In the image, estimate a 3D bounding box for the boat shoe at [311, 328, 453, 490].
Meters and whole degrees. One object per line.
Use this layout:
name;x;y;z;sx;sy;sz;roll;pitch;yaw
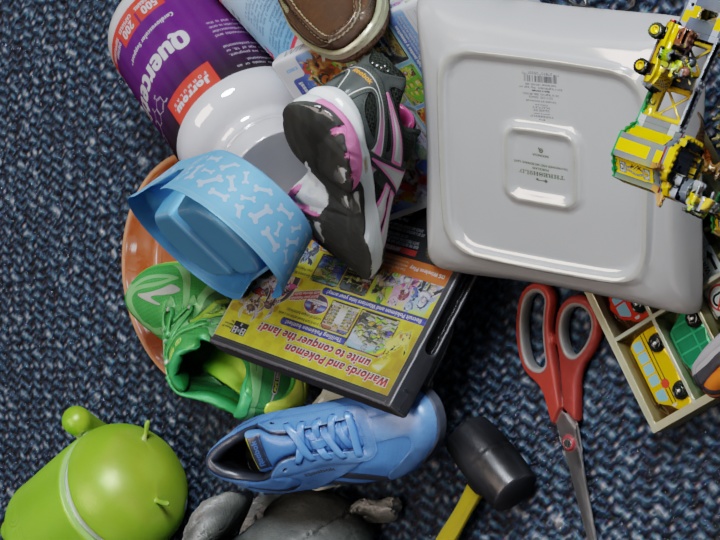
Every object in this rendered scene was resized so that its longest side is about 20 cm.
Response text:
boat shoe;0.019;0.086;1.388;0.073;0.062;0.200;54;127;30

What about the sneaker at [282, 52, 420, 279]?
sneaker;0.006;-0.070;1.260;0.080;0.086;0.200;40;158;17

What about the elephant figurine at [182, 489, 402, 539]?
elephant figurine;-0.092;0.238;1.412;0.141;0.200;0.155;18;106;42

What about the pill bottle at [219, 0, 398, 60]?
pill bottle;-0.026;-0.193;1.372;0.200;0.109;0.109;49;125;30

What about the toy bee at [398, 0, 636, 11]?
toy bee;0.072;-0.201;1.281;0.200;0.131;0.109;51;151;15

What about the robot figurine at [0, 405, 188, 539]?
robot figurine;-0.226;0.206;1.597;0.200;0.116;0.176;-39;59;39

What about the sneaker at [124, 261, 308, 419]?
sneaker;-0.124;0.052;1.464;0.200;0.084;0.074;34;117;37

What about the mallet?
mallet;0.070;0.203;1.371;0.066;0.041;0.200;42;125;37

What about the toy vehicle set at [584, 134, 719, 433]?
toy vehicle set;0.201;-0.009;1.228;0.124;0.027;0.200;-38;68;39

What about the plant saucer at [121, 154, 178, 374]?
plant saucer;-0.122;0.000;1.536;0.200;0.032;0.200;6;99;43

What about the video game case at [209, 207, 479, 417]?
video game case;0.000;0.000;1.355;0.200;0.026;0.181;16;73;45

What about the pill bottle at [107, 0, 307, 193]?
pill bottle;-0.109;-0.138;1.438;0.200;0.112;0.112;54;127;37

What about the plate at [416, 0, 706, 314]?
plate;0.121;-0.072;1.191;0.199;0.032;0.200;12;119;29

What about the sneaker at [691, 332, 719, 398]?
sneaker;0.296;0.055;1.090;0.200;0.078;0.112;-30;74;28

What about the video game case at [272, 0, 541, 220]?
video game case;0.054;-0.118;1.260;0.200;0.018;0.143;-19;116;36

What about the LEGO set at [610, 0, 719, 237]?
LEGO set;0.248;-0.075;1.074;0.116;0.200;0.154;24;84;39

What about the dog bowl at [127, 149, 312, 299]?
dog bowl;-0.099;-0.035;1.339;0.111;0.050;0.200;44;164;-14

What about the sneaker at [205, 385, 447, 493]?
sneaker;-0.028;0.126;1.340;0.200;0.078;0.066;-16;82;41

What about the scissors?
scissors;0.141;0.108;1.308;0.073;0.014;0.200;3;97;41

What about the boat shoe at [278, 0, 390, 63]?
boat shoe;-0.046;-0.218;1.260;0.075;0.075;0.202;-43;44;14
